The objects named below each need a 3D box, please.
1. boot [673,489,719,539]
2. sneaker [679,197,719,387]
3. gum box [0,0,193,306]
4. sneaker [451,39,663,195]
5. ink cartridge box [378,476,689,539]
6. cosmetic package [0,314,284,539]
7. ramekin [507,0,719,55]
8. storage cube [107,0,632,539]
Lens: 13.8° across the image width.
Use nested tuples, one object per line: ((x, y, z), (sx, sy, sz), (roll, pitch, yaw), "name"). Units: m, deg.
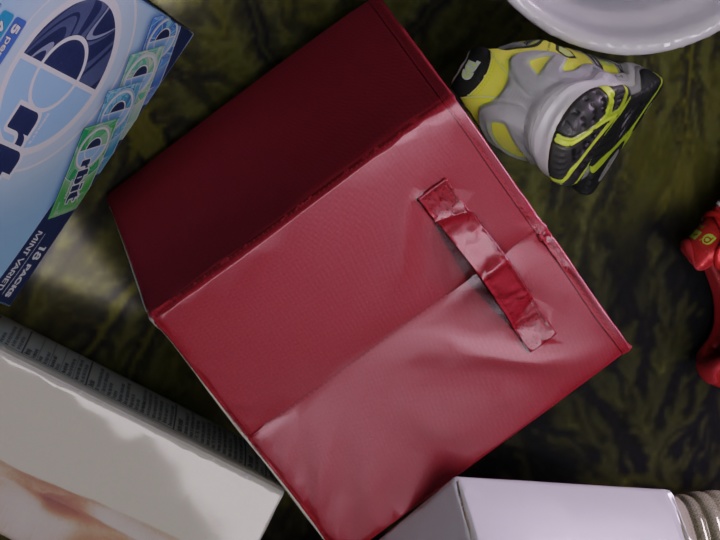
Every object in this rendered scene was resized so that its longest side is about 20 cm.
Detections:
((0.141, 0.218, 1.647), (0.154, 0.072, 0.201), (3, 87, -30), "boot")
((0.216, -0.025, 1.621), (0.084, 0.077, 0.201), (-3, 106, -12), "sneaker")
((-0.177, -0.076, 1.421), (0.044, 0.200, 0.170), (35, 93, 20), "gum box")
((0.101, -0.087, 1.514), (0.076, 0.200, 0.076), (33, 94, 11), "sneaker")
((0.059, 0.186, 1.506), (0.144, 0.085, 0.200), (6, 147, -36), "ink cartridge box")
((-0.144, 0.094, 1.490), (0.199, 0.103, 0.088), (28, 95, -4), "cosmetic package")
((0.129, -0.218, 1.519), (0.199, 0.098, 0.202), (-5, 107, -17), "ramekin")
((0.000, 0.000, 1.493), (0.179, 0.200, 0.171), (-36, 114, 2), "storage cube")
